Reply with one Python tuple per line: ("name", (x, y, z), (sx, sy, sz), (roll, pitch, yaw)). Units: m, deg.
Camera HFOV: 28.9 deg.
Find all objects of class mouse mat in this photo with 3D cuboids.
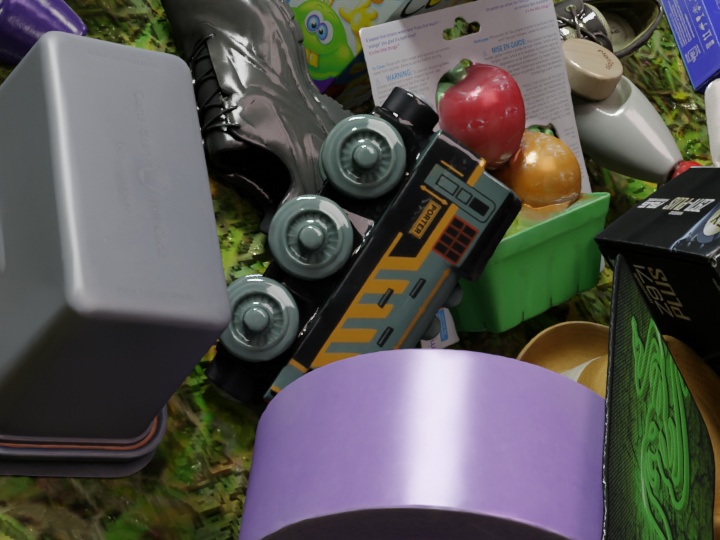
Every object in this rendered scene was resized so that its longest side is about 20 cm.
("mouse mat", (0.148, 0.110, 0.678), (0.161, 0.008, 0.200), (56, 31, -36))

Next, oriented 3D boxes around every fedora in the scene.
("fedora", (0.176, 0.107, 0.823), (0.200, 0.082, 0.201), (20, 49, -25))

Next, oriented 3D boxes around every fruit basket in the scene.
("fruit basket", (0.078, -0.068, 0.885), (0.185, 0.094, 0.200), (-23, 100, -41))

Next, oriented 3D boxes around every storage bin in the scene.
("storage bin", (-0.147, -0.017, 0.694), (0.145, 0.134, 0.200), (7, 57, -33))

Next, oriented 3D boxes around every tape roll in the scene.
("tape roll", (0.040, 0.129, 0.688), (0.200, 0.200, 0.085), (25, 48, -21))

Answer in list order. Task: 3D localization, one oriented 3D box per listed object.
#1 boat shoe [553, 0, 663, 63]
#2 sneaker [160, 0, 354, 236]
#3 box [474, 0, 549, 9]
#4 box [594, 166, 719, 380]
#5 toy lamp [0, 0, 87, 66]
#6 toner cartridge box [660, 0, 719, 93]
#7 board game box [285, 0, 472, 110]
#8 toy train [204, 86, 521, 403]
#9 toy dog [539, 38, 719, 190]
("boat shoe", (0.166, -0.182, 1.085), (0.201, 0.066, 0.072), (-24, 79, -43))
("sneaker", (-0.071, -0.108, 0.859), (0.091, 0.076, 0.200), (-30, 79, -37))
("box", (0.092, -0.248, 0.973), (0.021, 0.200, 0.164), (-17, 36, -4))
("box", (0.252, 0.042, 0.835), (0.086, 0.164, 0.200), (-36, 102, -7))
("toy lamp", (-0.248, -0.176, 0.782), (0.200, 0.058, 0.058), (31, 47, -13))
("toner cartridge box", (0.317, -0.247, 1.259), (0.095, 0.043, 0.200), (7, 58, -34))
("board game box", (0.009, -0.196, 0.883), (0.103, 0.200, 0.105), (-27, 79, -44))
("toy train", (0.000, 0.000, 0.774), (0.114, 0.085, 0.200), (34, 88, -4))
("toy dog", (0.217, -0.096, 1.021), (0.200, 0.132, 0.096), (45, 43, -4))
